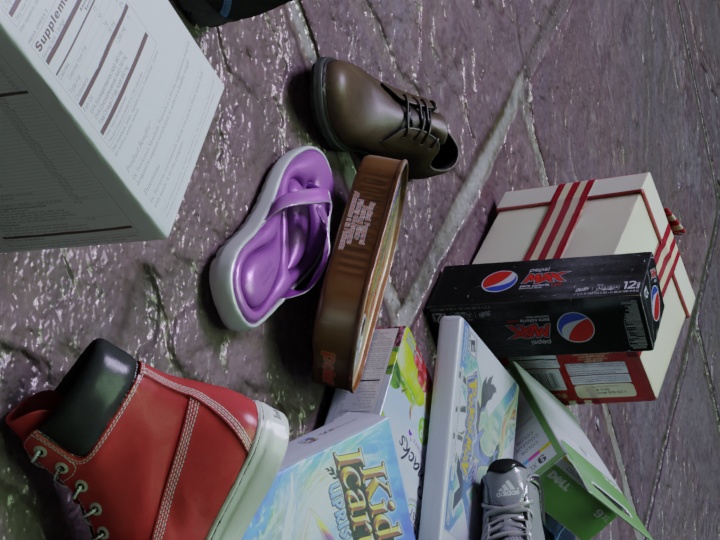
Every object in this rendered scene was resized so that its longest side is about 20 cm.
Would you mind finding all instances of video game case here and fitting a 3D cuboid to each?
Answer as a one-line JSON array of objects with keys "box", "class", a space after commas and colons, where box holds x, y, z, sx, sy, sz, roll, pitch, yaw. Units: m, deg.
[{"box": [0.094, 0.162, 1.219, 0.182, 0.022, 0.201, 47, 45, -59], "class": "video game case"}, {"box": [-0.036, 0.216, 0.937, 0.181, 0.045, 0.201, -22, 103, -41], "class": "video game case"}]

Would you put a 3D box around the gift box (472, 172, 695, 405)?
[{"box": [0.221, 0.026, 1.465, 0.187, 0.184, 0.200, -59, 137, -43], "class": "gift box"}]

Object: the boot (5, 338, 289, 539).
[{"box": [-0.143, 0.144, 0.797, 0.144, 0.072, 0.201, 24, 89, -21], "class": "boot"}]

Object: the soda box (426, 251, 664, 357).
[{"box": [0.166, 0.033, 1.310, 0.071, 0.199, 0.064, -61, 141, -50], "class": "soda box"}]

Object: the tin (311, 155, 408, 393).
[{"box": [0.000, 0.000, 1.109, 0.112, 0.042, 0.200, 88, 14, -49], "class": "tin"}]

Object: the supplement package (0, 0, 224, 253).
[{"box": [-0.170, -0.114, 0.717, 0.200, 0.113, 0.110, 58, 37, -45], "class": "supplement package"}]

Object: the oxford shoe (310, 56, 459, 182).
[{"box": [0.024, -0.126, 1.175, 0.200, 0.084, 0.073, 24, 65, -60], "class": "oxford shoe"}]

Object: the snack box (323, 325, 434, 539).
[{"box": [0.031, 0.163, 1.167, 0.200, 0.053, 0.143, 64, 33, -41], "class": "snack box"}]

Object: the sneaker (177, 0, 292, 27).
[{"box": [-0.105, -0.232, 0.919, 0.200, 0.082, 0.073, 44, 49, -53], "class": "sneaker"}]

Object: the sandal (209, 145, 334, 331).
[{"box": [-0.046, -0.021, 1.043, 0.203, 0.050, 0.083, -61, 139, -51], "class": "sandal"}]

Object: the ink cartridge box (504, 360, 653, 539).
[{"box": [0.181, 0.181, 1.341, 0.104, 0.059, 0.200, 41, 12, -32], "class": "ink cartridge box"}]

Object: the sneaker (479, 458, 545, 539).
[{"box": [0.109, 0.206, 1.148, 0.200, 0.075, 0.116, 35, 52, -76], "class": "sneaker"}]

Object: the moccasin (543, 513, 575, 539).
[{"box": [0.175, 0.267, 1.431, 0.200, 0.080, 0.068, 44, 51, -54], "class": "moccasin"}]
